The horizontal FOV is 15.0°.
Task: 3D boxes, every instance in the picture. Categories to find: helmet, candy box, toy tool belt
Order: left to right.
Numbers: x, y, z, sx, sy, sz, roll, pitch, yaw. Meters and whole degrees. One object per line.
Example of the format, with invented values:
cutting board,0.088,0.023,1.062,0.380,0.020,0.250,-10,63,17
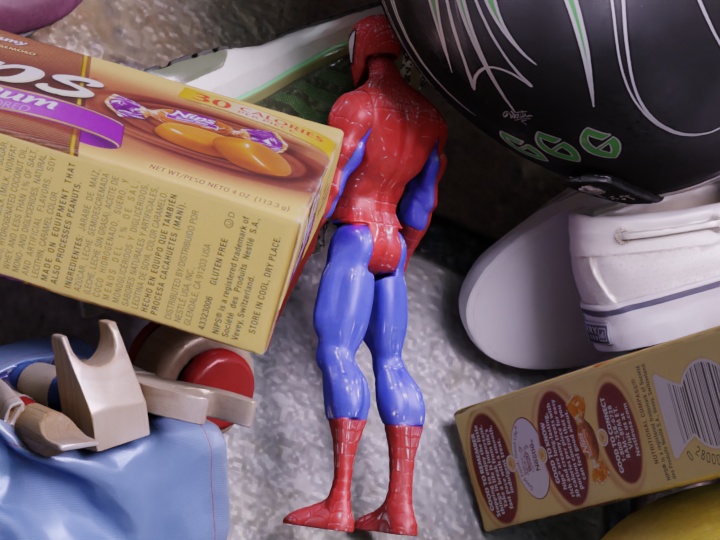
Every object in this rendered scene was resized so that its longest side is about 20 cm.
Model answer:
candy box,-0.113,-0.040,0.985,0.199,0.057,0.117,18,20,2
toy tool belt,-0.099,0.074,0.961,0.199,0.123,0.126,-19,114,-32
helmet,0.093,-0.145,1.047,0.191,0.199,0.201,51,48,-37
candy box,0.138,0.052,1.059,0.115,0.200,0.056,-11,84,-32

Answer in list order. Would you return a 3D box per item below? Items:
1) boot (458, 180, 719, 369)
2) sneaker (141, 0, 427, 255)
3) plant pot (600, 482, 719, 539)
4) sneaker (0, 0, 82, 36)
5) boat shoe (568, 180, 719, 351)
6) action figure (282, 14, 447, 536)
boot,0.123,-0.028,1.174,0.199,0.096,0.074,-25,113,-7
sneaker,-0.024,-0.051,1.110,0.199,0.077,0.089,-19,90,-28
plant pot,0.149,0.166,1.040,0.199,0.201,0.142,9,37,-25
sneaker,-0.186,-0.139,1.039,0.199,0.090,0.075,7,65,-25
boat shoe,0.177,-0.031,1.101,0.199,0.071,0.070,-18,100,-4
action figure,0.000,0.000,1.067,0.065,0.052,0.202,9,85,-41
